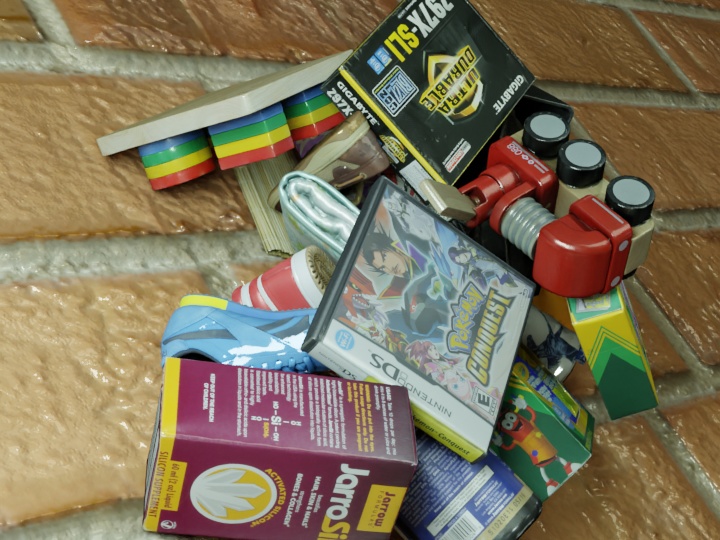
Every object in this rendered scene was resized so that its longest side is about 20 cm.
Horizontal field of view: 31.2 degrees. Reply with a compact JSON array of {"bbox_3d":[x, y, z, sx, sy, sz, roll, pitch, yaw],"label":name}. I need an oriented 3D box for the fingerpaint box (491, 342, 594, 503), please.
[{"bbox_3d":[0.147,0.121,1.252,0.167,0.073,0.200,47,10,6],"label":"fingerpaint box"}]

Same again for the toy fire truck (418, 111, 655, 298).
[{"bbox_3d":[0.154,-0.051,1.202,0.198,0.130,0.176,-28,54,-25],"label":"toy fire truck"}]

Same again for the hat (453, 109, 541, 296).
[{"bbox_3d":[0.144,-0.069,1.400,0.200,0.080,0.204,-8,90,-67],"label":"hat"}]

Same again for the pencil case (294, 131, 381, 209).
[{"bbox_3d":[-0.030,-0.129,1.439,0.083,0.086,0.202,-9,49,-14],"label":"pencil case"}]

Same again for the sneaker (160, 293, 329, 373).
[{"bbox_3d":[-0.078,0.074,1.120,0.197,0.066,0.079,6,55,13],"label":"sneaker"}]

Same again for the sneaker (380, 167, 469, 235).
[{"bbox_3d":[0.074,-0.040,1.310,0.078,0.081,0.202,59,17,-52],"label":"sneaker"}]

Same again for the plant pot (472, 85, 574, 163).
[{"bbox_3d":[0.090,-0.160,1.506,0.198,0.201,0.178,7,30,-38],"label":"plant pot"}]

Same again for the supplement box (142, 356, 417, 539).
[{"bbox_3d":[-0.065,0.147,1.014,0.197,0.111,0.086,8,38,-11],"label":"supplement box"}]

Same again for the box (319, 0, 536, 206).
[{"bbox_3d":[0.072,-0.188,1.300,0.160,0.049,0.200,46,54,-8],"label":"box"}]

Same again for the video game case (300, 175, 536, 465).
[{"bbox_3d":[0.057,0.038,1.114,0.180,0.025,0.201,34,49,-12],"label":"video game case"}]

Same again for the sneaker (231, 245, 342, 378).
[{"bbox_3d":[-0.044,0.072,1.223,0.201,0.111,0.072,56,21,-31],"label":"sneaker"}]

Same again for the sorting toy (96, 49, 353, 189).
[{"bbox_3d":[-0.124,-0.145,1.293,0.200,0.197,0.071,-35,110,-53],"label":"sorting toy"}]

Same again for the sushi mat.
[{"bbox_3d":[-0.090,-0.088,1.398,0.095,0.012,0.202,8,45,-39],"label":"sushi mat"}]

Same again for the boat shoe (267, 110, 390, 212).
[{"bbox_3d":[-0.030,-0.088,1.287,0.072,0.200,0.072,45,57,-7],"label":"boat shoe"}]

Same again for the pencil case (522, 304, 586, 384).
[{"bbox_3d":[0.148,0.056,1.397,0.199,0.078,0.090,35,19,-7],"label":"pencil case"}]

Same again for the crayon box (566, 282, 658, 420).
[{"bbox_3d":[0.246,0.023,1.348,0.173,0.058,0.202,59,18,-45],"label":"crayon box"}]

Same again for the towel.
[{"bbox_3d":[0.000,0.000,1.243,0.200,0.171,0.048,43,76,9],"label":"towel"}]

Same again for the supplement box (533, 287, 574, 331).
[{"bbox_3d":[0.232,-0.012,1.558,0.125,0.074,0.201,29,35,-15],"label":"supplement box"}]

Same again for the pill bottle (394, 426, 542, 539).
[{"bbox_3d":[0.055,0.175,1.142,0.200,0.112,0.112,45,34,9],"label":"pill bottle"}]
